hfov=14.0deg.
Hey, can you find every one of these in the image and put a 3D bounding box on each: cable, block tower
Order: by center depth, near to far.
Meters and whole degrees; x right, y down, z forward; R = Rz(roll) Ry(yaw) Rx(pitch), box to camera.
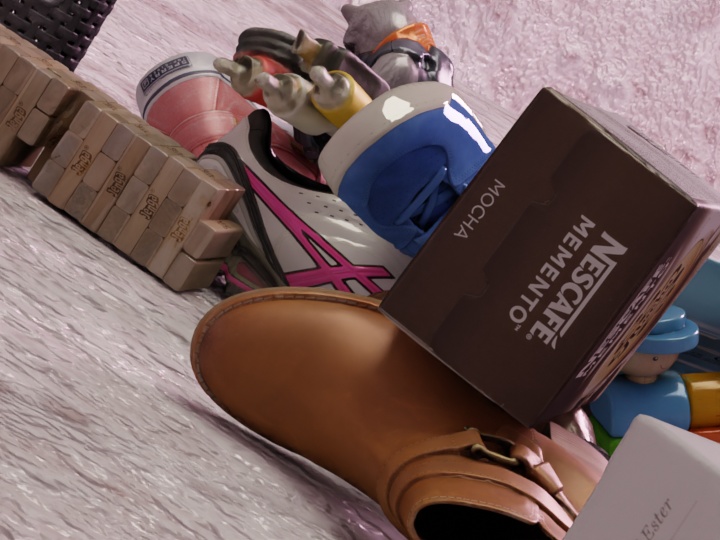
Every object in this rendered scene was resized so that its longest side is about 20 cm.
[{"bbox_3d":[-0.148,-0.067,1.439,0.200,0.054,0.058,34,8,10],"label":"block tower"},{"bbox_3d":[0.001,-0.069,1.499,0.097,0.050,0.200,14,-17,42],"label":"cable"}]

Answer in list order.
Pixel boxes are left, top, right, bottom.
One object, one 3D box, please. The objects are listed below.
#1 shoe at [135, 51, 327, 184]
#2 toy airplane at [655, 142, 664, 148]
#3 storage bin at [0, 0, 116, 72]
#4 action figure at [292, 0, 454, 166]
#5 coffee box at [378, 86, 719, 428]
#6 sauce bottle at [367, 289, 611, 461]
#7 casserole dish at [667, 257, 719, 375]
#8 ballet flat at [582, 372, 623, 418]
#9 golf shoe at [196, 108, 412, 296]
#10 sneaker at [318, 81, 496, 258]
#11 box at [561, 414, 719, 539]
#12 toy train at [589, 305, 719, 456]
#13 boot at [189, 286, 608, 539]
[{"bbox_3d":[-0.053,-0.039,1.618,0.200,0.071,0.091,42,20,-57],"label":"shoe"},{"bbox_3d":[0.148,0.017,1.755,0.199,0.141,0.200,-116,-177,-51],"label":"toy airplane"},{"bbox_3d":[-0.228,-0.173,1.635,0.135,0.094,0.200,28,8,-27],"label":"storage bin"},{"bbox_3d":[0.035,-0.060,1.631,0.200,0.105,0.194,5,69,-76],"label":"action figure"},{"bbox_3d":[0.088,-0.005,1.224,0.080,0.113,0.200,39,8,10],"label":"coffee box"},{"bbox_3d":[0.063,0.073,1.329,0.065,0.065,0.200,25,7,-42],"label":"sauce bottle"},{"bbox_3d":[0.172,0.025,1.556,0.200,0.039,0.121,19,-15,-21],"label":"casserole dish"},{"bbox_3d":[0.151,0.079,1.621,0.200,0.068,0.068,15,17,-31],"label":"ballet flat"},{"bbox_3d":[0.000,0.000,1.471,0.200,0.092,0.073,34,6,0],"label":"golf shoe"},{"bbox_3d":[0.057,-0.017,1.401,0.111,0.077,0.200,53,7,22],"label":"sneaker"},{"bbox_3d":[0.127,0.159,0.780,0.200,0.152,0.106,39,11,38],"label":"box"},{"bbox_3d":[0.213,0.071,1.499,0.200,0.116,0.085,-3,18,-11],"label":"toy train"},{"bbox_3d":[0.018,0.081,1.151,0.200,0.077,0.155,31,14,-4],"label":"boot"}]
